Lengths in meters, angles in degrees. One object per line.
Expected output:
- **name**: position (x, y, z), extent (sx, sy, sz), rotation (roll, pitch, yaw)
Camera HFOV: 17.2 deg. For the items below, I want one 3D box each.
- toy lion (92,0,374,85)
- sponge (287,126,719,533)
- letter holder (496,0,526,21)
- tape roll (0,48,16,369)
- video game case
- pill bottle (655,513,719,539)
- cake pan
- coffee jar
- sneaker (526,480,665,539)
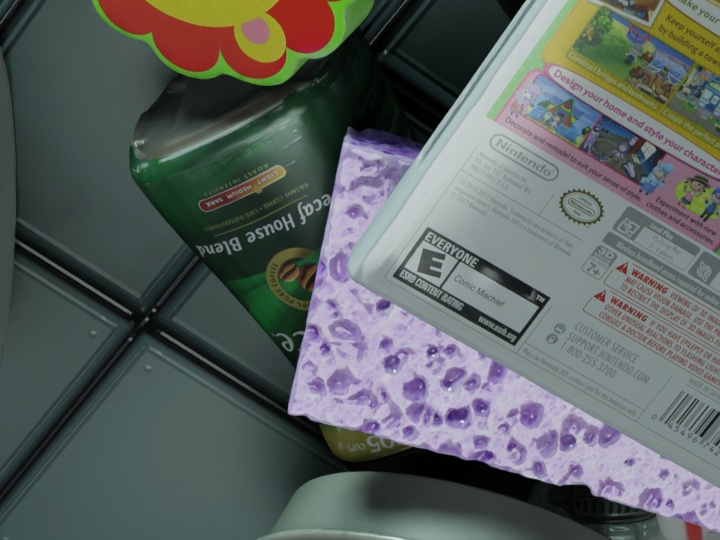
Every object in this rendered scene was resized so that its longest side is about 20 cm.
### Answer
- **toy lion**: position (-0.077, -0.164, 0.843), extent (0.191, 0.069, 0.201), rotation (11, 126, 25)
- **sponge**: position (0.078, 0.025, 0.892), extent (0.199, 0.030, 0.112), rotation (15, 109, 2)
- **letter holder**: position (0.120, -0.144, 0.862), extent (0.100, 0.142, 0.200), rotation (-8, 128, 50)
- **tape roll**: position (-0.221, -0.005, 0.919), extent (0.138, 0.203, 0.204), rotation (5, 124, 3)
- **video game case**: position (0.126, -0.022, 0.818), extent (0.199, 0.022, 0.182), rotation (29, 115, -13)
- **pill bottle**: position (0.216, 0.048, 0.957), extent (0.199, 0.114, 0.114), rotation (-4, 123, 9)
- **cake pan**: position (0.048, 0.138, 1.002), extent (0.199, 0.037, 0.201), rotation (16, 156, 7)
- **coffee jar**: position (0.000, 0.000, 0.966), extent (0.104, 0.086, 0.200), rotation (-24, 118, 21)
- **sneaker**: position (0.176, 0.127, 1.046), extent (0.199, 0.078, 0.100), rotation (2, 131, 16)
